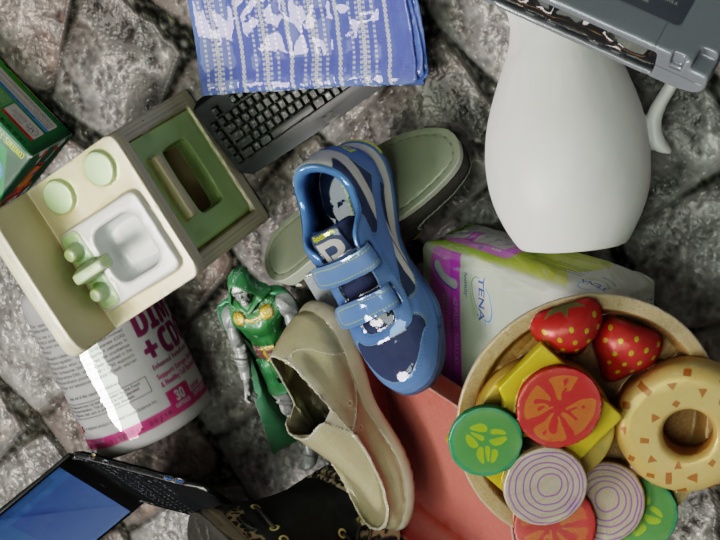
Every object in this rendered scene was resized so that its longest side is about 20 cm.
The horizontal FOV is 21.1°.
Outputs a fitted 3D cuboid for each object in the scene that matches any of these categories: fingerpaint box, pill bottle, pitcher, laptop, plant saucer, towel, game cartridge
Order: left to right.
[{"bbox_3d":[-0.375,-0.124,1.661,0.200,0.073,0.167,46,121,1],"label":"fingerpaint box"},{"bbox_3d":[-0.217,0.046,1.635,0.113,0.113,0.201,-20,101,29],"label":"pill bottle"},{"bbox_3d":[-0.203,0.227,1.652,0.198,0.177,0.104,12,75,19],"label":"laptop"},{"bbox_3d":[-0.047,-0.207,1.487,0.198,0.024,0.146,-1,110,24],"label":"towel"},{"bbox_3d":[0.067,0.155,1.521,0.199,0.037,0.201,31,141,45],"label":"plant saucer"},{"bbox_3d":[0.173,-0.119,1.402,0.170,0.121,0.202,-2,98,11],"label":"pitcher"},{"bbox_3d":[0.175,-0.214,1.347,0.199,0.134,0.042,26,146,12],"label":"game cartridge"}]

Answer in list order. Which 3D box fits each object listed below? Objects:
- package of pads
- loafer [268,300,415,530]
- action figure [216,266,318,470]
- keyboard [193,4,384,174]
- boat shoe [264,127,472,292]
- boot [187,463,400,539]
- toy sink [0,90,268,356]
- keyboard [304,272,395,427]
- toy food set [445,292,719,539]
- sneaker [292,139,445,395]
[{"bbox_3d":[0.133,0.056,1.469,0.199,0.068,0.156,20,119,44],"label":"package of pads"},{"bbox_3d":[-0.020,0.124,1.526,0.075,0.068,0.201,3,119,60],"label":"loafer"},{"bbox_3d":[-0.062,0.076,1.578,0.117,0.055,0.201,-17,123,17],"label":"action figure"},{"bbox_3d":[-0.057,-0.171,1.532,0.199,0.021,0.128,-32,95,30],"label":"keyboard"},{"bbox_3d":[0.014,-0.044,1.526,0.200,0.060,0.072,-32,51,30],"label":"boat shoe"},{"bbox_3d":[-0.027,0.237,1.556,0.199,0.150,0.074,34,130,36],"label":"boot"},{"bbox_3d":[-0.179,-0.042,1.533,0.112,0.200,0.131,-31,95,30],"label":"toy sink"},{"bbox_3d":[0.024,0.073,1.560,0.056,0.011,0.201,-16,121,26],"label":"keyboard"},{"bbox_3d":[0.164,0.114,1.368,0.200,0.049,0.198,40,102,-17],"label":"toy food set"},{"bbox_3d":[0.000,0.000,1.444,0.074,0.082,0.202,-26,80,28],"label":"sneaker"}]
